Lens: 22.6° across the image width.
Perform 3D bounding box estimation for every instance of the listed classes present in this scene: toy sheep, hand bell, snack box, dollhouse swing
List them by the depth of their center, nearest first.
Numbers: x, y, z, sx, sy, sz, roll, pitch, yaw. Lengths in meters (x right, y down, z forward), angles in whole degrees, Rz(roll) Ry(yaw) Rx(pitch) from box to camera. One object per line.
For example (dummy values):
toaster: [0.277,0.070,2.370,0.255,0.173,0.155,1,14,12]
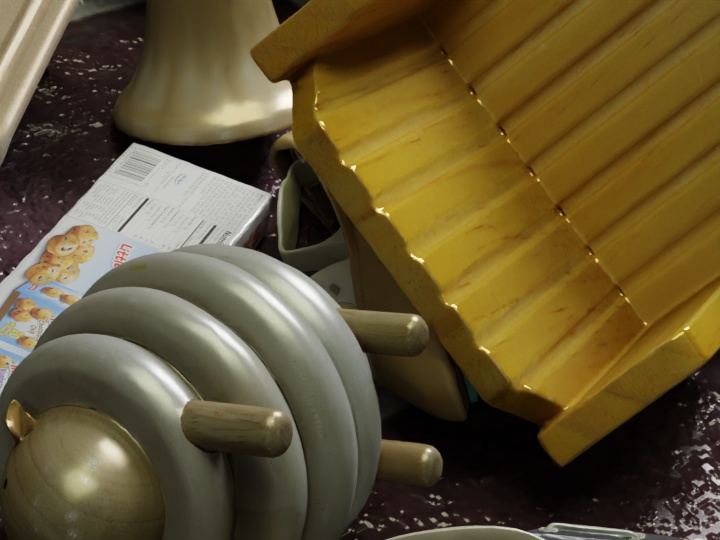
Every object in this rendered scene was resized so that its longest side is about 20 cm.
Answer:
toy sheep: [-0.050,0.053,0.626,0.137,0.139,0.200,30,27,22]
dollhouse swing: [0.107,-0.071,0.707,0.201,0.175,0.182,54,31,2]
snack box: [-0.108,0.015,0.738,0.071,0.024,0.200,21,39,11]
hand bell: [-0.075,-0.169,0.815,0.103,0.202,0.104,-5,24,2]

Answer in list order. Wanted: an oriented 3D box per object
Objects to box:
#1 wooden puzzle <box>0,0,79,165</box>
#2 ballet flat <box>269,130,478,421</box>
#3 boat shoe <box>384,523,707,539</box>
wooden puzzle: [-0.203,-0.126,0.743,0.183,0.037,0.201,12,55,6]
ballet flat: [0.000,0.000,0.766,0.062,0.069,0.201,-17,37,0]
boat shoe: [0.079,0.126,0.640,0.198,0.073,0.063,1,-4,-4]
